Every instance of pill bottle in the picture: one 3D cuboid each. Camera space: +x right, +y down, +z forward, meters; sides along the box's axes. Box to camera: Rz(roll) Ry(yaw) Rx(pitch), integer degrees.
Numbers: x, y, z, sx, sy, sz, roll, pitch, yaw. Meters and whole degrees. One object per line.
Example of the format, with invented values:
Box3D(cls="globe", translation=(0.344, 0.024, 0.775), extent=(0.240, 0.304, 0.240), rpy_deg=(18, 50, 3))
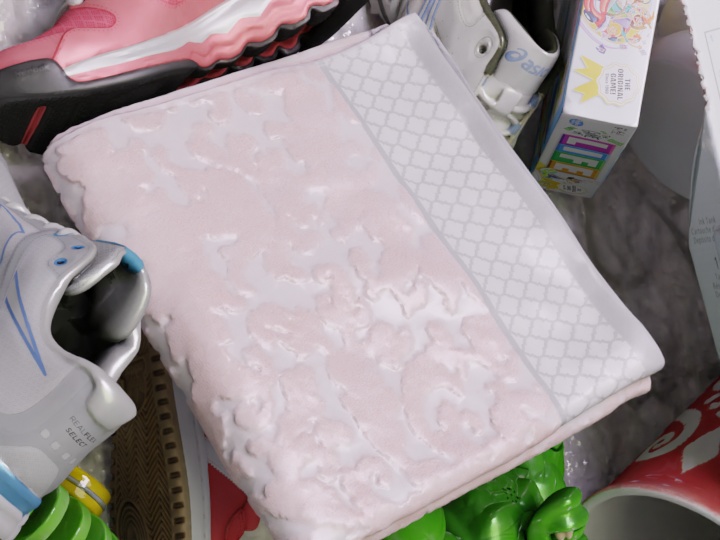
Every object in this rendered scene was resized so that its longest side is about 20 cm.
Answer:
Box3D(cls="pill bottle", translation=(0.219, -0.121, 1.128), extent=(0.200, 0.113, 0.113), rpy_deg=(-40, 110, -30))

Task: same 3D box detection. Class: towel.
Box3D(cls="towel", translation=(0.000, 0.000, 0.909), extent=(0.191, 0.032, 0.200), rpy_deg=(-24, 71, -30))

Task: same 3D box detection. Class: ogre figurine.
Box3D(cls="ogre figurine", translation=(0.051, 0.082, 1.000), extent=(0.200, 0.098, 0.120), rpy_deg=(-62, 147, -71))

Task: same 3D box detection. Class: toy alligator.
Box3D(cls="toy alligator", translation=(-0.141, 0.079, 0.859), extent=(0.059, 0.054, 0.200), rpy_deg=(-57, 133, -19))

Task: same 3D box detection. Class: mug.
Box3D(cls="mug", translation=(0.210, 0.113, 1.119), extent=(0.200, 0.133, 0.178), rpy_deg=(-43, 149, -35))

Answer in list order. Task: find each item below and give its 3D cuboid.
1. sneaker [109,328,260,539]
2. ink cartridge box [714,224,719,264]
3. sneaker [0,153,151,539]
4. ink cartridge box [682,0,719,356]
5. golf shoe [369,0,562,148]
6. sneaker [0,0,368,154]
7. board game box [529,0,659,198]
Box3D(cls="sneaker", translation=(-0.046, 0.061, 0.948), extent=(0.112, 0.071, 0.201), rpy_deg=(-2, 86, -33))
Box3D(cls="ink cartridge box", translation=(0.252, 0.056, 0.998), extent=(0.162, 0.057, 0.201), rpy_deg=(-15, 90, -26))
Box3D(cls="sneaker", translation=(-0.117, 0.008, 0.835), extent=(0.087, 0.200, 0.075), rpy_deg=(-33, 131, 11))
Box3D(cls="ink cartridge box", translation=(0.221, -0.058, 1.048), extent=(0.162, 0.057, 0.201), rpy_deg=(-17, 90, -25))
Box3D(cls="golf shoe", translation=(0.043, -0.076, 1.007), extent=(0.078, 0.097, 0.201), rpy_deg=(14, 80, -36))
Box3D(cls="sneaker", translation=(-0.088, -0.113, 0.942), extent=(0.200, 0.074, 0.087), rpy_deg=(-26, 82, -33))
Box3D(cls="board game box", translation=(0.118, -0.146, 1.046), extent=(0.034, 0.134, 0.201), rpy_deg=(11, 79, 0))
